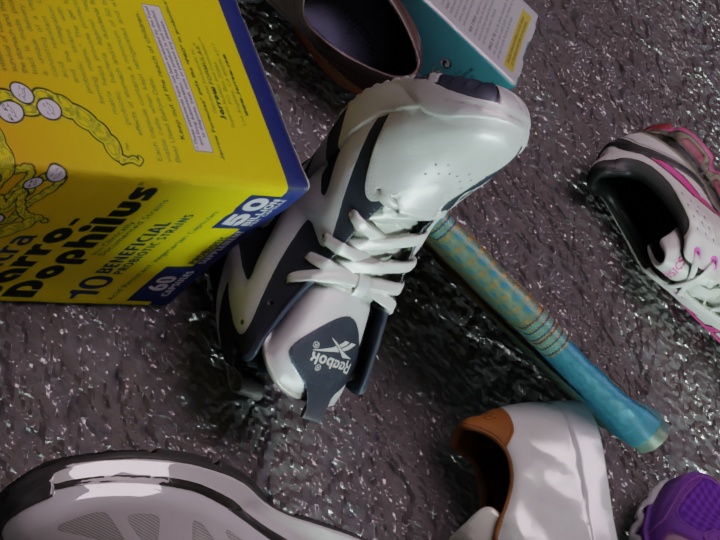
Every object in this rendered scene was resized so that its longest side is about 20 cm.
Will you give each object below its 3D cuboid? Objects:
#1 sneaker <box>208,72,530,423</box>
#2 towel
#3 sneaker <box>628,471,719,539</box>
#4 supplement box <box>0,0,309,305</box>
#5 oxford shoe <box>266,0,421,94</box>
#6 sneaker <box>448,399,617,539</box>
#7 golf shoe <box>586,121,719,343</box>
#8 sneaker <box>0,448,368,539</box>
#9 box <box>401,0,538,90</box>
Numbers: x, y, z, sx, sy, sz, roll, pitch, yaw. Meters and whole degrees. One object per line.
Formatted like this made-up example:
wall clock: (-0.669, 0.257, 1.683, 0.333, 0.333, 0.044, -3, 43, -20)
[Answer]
sneaker: (0.000, 0.000, 1.006, 0.079, 0.199, 0.130, 25, 55, -42)
towel: (0.072, 0.010, 1.151, 0.200, 0.022, 0.147, 46, -2, -9)
sneaker: (0.195, 0.184, 1.154, 0.080, 0.088, 0.200, 29, 41, -28)
supplement box: (-0.141, -0.058, 0.963, 0.200, 0.109, 0.110, 2, 59, -47)
oxford shoe: (-0.037, -0.175, 1.190, 0.200, 0.071, 0.073, 43, -4, -14)
sneaker: (0.086, 0.160, 1.085, 0.085, 0.073, 0.200, -1, 61, -21)
golf shoe: (0.210, 0.003, 1.345, 0.092, 0.073, 0.200, -23, 69, -48)
sneaker: (-0.058, 0.149, 0.908, 0.200, 0.076, 0.115, 24, 43, -38)
box: (0.011, -0.180, 1.288, 0.200, 0.049, 0.082, 42, 37, -16)
